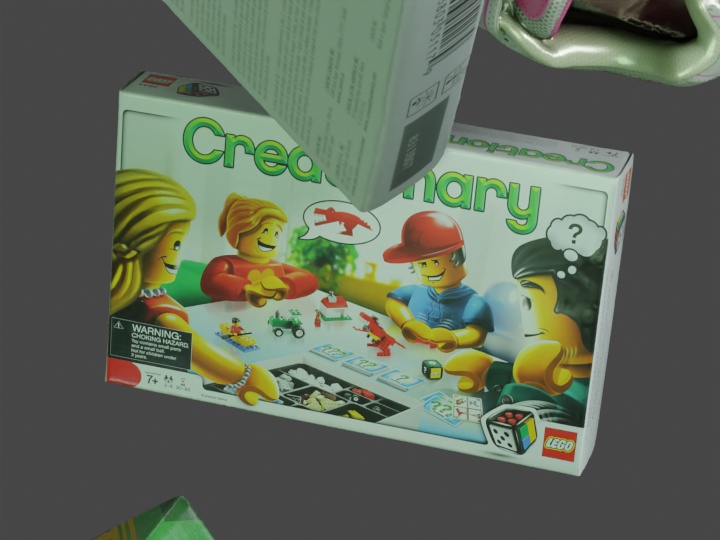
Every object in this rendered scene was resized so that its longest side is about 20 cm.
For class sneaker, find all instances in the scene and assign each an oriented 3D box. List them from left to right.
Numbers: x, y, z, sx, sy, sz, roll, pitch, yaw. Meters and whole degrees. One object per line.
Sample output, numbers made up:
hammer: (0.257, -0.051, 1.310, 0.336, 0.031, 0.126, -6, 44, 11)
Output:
sneaker: (0.059, -0.122, 0.856, 0.199, 0.088, 0.082, 18, 115, 9)

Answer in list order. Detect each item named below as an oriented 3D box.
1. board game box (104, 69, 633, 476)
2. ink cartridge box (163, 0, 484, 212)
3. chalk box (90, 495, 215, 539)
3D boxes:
board game box: (0.000, 0.000, 0.953, 0.199, 0.035, 0.127, 10, 113, 12)
ink cartridge box: (-0.041, -0.134, 0.854, 0.200, 0.057, 0.163, 50, 160, 17)
chalk box: (-0.116, 0.204, 0.978, 0.124, 0.200, 0.125, -28, 102, 24)
